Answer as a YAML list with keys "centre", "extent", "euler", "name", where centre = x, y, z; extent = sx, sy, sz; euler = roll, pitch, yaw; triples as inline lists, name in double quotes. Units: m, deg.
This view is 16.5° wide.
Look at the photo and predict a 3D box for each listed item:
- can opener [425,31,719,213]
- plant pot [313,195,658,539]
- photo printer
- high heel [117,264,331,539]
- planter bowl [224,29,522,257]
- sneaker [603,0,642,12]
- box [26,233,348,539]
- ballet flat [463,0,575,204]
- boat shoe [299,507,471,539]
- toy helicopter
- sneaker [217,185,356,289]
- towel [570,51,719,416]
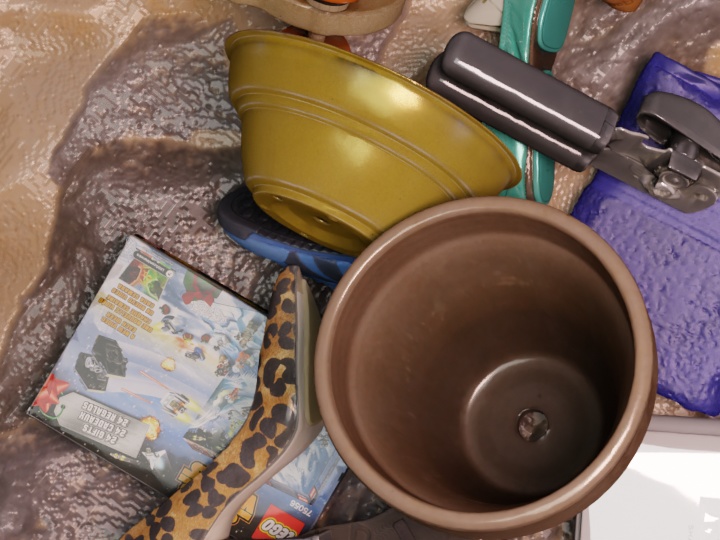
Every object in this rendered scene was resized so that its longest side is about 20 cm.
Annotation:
- centre: [0.141, -0.099, 1.542]
  extent: [0.200, 0.053, 0.067]
  euler: [28, 61, -8]
  name: "can opener"
- centre: [0.091, 0.074, 1.489]
  extent: [0.200, 0.175, 0.201]
  euler: [-5, 72, 15]
  name: "plant pot"
- centre: [0.235, 0.178, 1.587]
  extent: [0.200, 0.069, 0.167]
  euler: [5, 92, 3]
  name: "photo printer"
- centre: [-0.091, 0.098, 1.568]
  extent: [0.142, 0.071, 0.200]
  euler: [-3, 84, 18]
  name: "high heel"
- centre: [-0.009, -0.062, 1.509]
  extent: [0.200, 0.200, 0.084]
  euler: [24, 78, 2]
  name: "planter bowl"
- centre: [0.204, -0.252, 1.584]
  extent: [0.073, 0.085, 0.200]
  euler: [29, 75, 39]
  name: "sneaker"
- centre: [-0.097, 0.085, 1.614]
  extent: [0.200, 0.040, 0.137]
  euler: [31, 93, 1]
  name: "box"
- centre: [0.096, -0.139, 1.586]
  extent: [0.070, 0.067, 0.200]
  euler: [8, 91, 19]
  name: "ballet flat"
- centre: [0.014, 0.196, 1.591]
  extent: [0.200, 0.072, 0.076]
  euler: [-24, 62, -3]
  name: "boat shoe"
- centre: [-0.059, -0.208, 1.574]
  extent: [0.200, 0.132, 0.079]
  euler: [28, 130, 16]
  name: "toy helicopter"
- centre: [0.000, 0.000, 1.595]
  extent: [0.200, 0.066, 0.079]
  euler: [14, 132, 15]
  name: "sneaker"
- centre: [0.210, -0.023, 1.595]
  extent: [0.148, 0.050, 0.200]
  euler: [28, 94, 8]
  name: "towel"
